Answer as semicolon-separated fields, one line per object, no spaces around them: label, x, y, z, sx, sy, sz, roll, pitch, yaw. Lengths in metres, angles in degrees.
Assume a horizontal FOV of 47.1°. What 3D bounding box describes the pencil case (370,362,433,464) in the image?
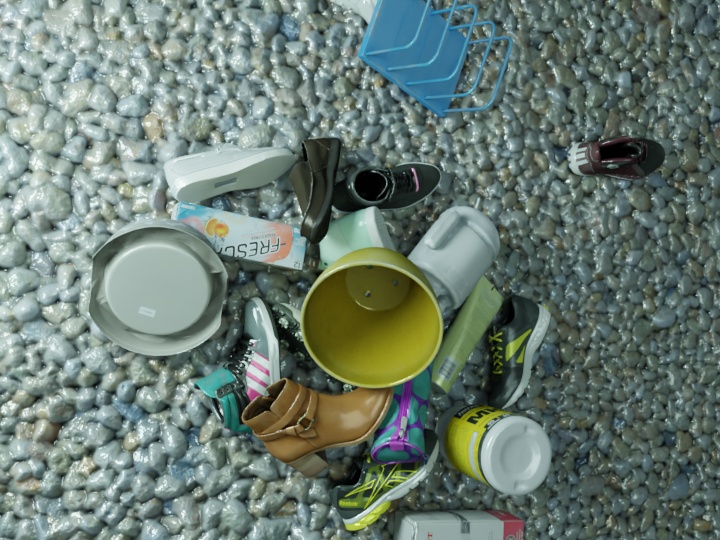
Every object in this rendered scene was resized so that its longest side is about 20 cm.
pencil case;0.068;0.191;1.257;0.084;0.093;0.202;10;59;-2

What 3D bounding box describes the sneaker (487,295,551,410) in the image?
sneaker;0.242;0.134;1.370;0.084;0.074;0.202;30;70;-14

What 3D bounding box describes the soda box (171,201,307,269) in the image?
soda box;-0.180;-0.048;1.219;0.197;0.068;0.065;11;86;-20

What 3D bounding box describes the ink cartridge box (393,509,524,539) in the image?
ink cartridge box;0.152;0.463;1.317;0.197;0.085;0.148;6;86;-21

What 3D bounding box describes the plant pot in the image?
plant pot;0.020;0.045;1.192;0.197;0.143;0.203;2;118;4

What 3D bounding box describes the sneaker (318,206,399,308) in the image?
sneaker;0.000;-0.001;1.296;0.117;0.074;0.202;-11;118;18

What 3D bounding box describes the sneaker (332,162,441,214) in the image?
sneaker;0.053;-0.132;1.291;0.197;0.099;0.072;-14;91;-21

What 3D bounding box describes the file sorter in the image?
file sorter;0.123;-0.348;1.278;0.199;0.122;0.141;27;80;-39

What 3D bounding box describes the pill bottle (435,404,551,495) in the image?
pill bottle;0.197;0.269;1.277;0.113;0.200;0.116;0;89;-20

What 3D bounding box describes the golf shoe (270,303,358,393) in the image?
golf shoe;-0.056;0.102;1.268;0.199;0.077;0.089;39;56;-20

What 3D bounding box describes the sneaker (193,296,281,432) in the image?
sneaker;-0.185;0.144;1.210;0.119;0.083;0.203;-5;91;-29

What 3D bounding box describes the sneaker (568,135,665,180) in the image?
sneaker;0.471;-0.198;1.433;0.197;0.115;0.077;-7;91;-19

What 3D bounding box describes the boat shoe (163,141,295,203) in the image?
boat shoe;-0.194;-0.157;1.223;0.198;0.072;0.069;-22;68;-23

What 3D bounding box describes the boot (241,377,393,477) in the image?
boot;-0.061;0.194;1.194;0.199;0.077;0.155;-39;121;7

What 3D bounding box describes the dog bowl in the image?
dog bowl;-0.279;0.018;1.147;0.197;0.059;0.203;-4;119;-7

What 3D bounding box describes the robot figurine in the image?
robot figurine;0.145;-0.020;1.309;0.201;0.112;0.170;-51;147;-19

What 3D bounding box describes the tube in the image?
tube;0.170;0.107;1.356;0.052;0.058;0.201;29;74;15

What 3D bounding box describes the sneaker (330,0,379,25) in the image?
sneaker;-0.037;-0.446;1.295;0.099;0.075;0.200;-39;105;7

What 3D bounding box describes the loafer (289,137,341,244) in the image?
loafer;-0.074;-0.122;1.236;0.070;0.073;0.202;9;48;-3

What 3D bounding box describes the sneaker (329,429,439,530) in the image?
sneaker;0.038;0.309;1.277;0.200;0.074;0.085;-41;101;-16
